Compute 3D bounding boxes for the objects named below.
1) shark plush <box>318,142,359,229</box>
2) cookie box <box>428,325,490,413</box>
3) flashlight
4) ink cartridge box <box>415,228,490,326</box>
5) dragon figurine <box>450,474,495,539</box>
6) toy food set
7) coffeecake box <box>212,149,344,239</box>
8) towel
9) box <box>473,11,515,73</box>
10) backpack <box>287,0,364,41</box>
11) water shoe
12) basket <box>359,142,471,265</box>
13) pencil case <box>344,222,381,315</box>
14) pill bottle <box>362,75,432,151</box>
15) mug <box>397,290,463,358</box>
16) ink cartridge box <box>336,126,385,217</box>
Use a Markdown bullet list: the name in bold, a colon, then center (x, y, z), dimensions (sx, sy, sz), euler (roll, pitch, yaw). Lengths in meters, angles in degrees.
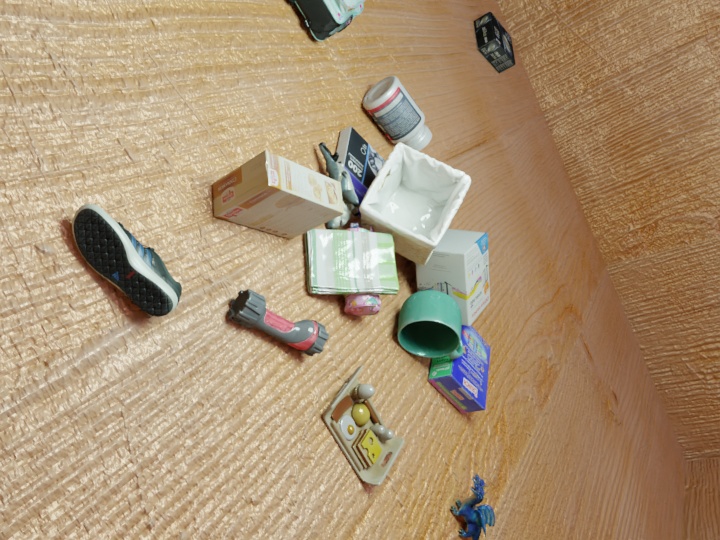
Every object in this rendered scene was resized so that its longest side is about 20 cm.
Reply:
- **shark plush**: center (-0.062, -0.199, 1.368), dimensions (0.091, 0.083, 0.201), euler (-156, -130, -86)
- **cookie box**: center (0.266, 0.245, 1.586), dimensions (0.171, 0.075, 0.201), euler (46, 41, -30)
- **flashlight**: center (-0.147, 0.095, 1.114), dimensions (0.200, 0.068, 0.068), euler (37, 48, -39)
- **ink cartridge box**: center (0.239, 0.014, 1.542), dimensions (0.147, 0.144, 0.201), euler (-36, 126, -48)
- **dragon figurine**: center (0.278, 0.587, 1.412), dimensions (0.059, 0.099, 0.201), euler (-14, 85, -54)
- **toy food set**: center (0.015, 0.316, 1.228), dimensions (0.201, 0.060, 0.144), euler (60, 36, -12)
- **coffeecake box**: center (-0.155, -0.137, 1.143), dimensions (0.199, 0.153, 0.074), euler (15, 61, -49)
- **towel**: center (-0.018, -0.021, 1.286), dimensions (0.198, 0.031, 0.150), euler (1, 69, -16)
- **box**: center (0.588, -0.995, 2.622), dimensions (0.199, 0.086, 0.165), euler (26, 55, -45)
- **backpack**: center (-0.076, -0.711, 1.541), dimensions (0.176, 0.153, 0.200), euler (53, 31, -14)
- **water shoe**: center (-0.353, -0.016, 0.911), dimensions (0.201, 0.071, 0.079), euler (55, 10, -17)
- **basket**: center (0.124, -0.149, 1.407), dimensions (0.199, 0.161, 0.199), euler (27, 73, 8)
- **pencil case**: center (0.000, 0.000, 1.343), dimensions (0.087, 0.087, 0.202), euler (21, 58, -47)
- **pill bottle**: center (0.109, -0.426, 1.670), dimensions (0.200, 0.119, 0.120), euler (46, 42, -30)
- **mug**: center (0.171, 0.131, 1.462), dimensions (0.186, 0.151, 0.115), euler (76, 18, -47)
- **ink cartridge box**: center (0.011, -0.228, 1.508), dimensions (0.198, 0.043, 0.201), euler (39, 47, -36)
